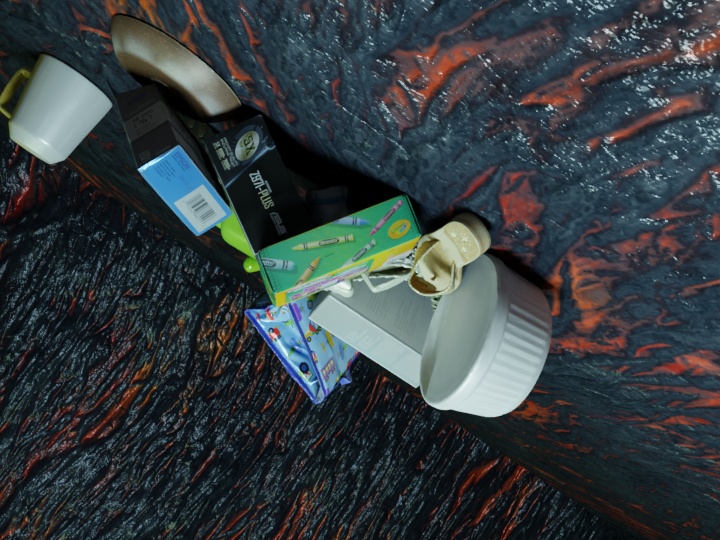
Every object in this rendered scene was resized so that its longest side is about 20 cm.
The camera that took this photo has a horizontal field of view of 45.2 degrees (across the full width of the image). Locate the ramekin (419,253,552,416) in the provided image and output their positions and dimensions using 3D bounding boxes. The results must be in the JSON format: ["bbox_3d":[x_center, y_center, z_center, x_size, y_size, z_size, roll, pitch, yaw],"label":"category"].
[{"bbox_3d":[0.158,0.088,1.082,0.093,0.206,0.202,22,173,-14],"label":"ramekin"}]

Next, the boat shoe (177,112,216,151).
[{"bbox_3d":[-0.229,-0.171,1.330,0.198,0.076,0.074,33,173,-1],"label":"boat shoe"}]

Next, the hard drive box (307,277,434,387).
[{"bbox_3d":[0.043,0.049,1.290,0.198,0.157,0.077,34,140,-10],"label":"hard drive box"}]

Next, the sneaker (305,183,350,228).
[{"bbox_3d":[-0.047,-0.054,1.242,0.073,0.088,0.200,-8,170,0],"label":"sneaker"}]

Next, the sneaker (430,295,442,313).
[{"bbox_3d":[0.132,0.041,1.204,0.067,0.091,0.200,22,166,45],"label":"sneaker"}]

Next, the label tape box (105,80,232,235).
[{"bbox_3d":[-0.252,-0.165,1.140,0.201,0.063,0.145,61,-177,39],"label":"label tape box"}]

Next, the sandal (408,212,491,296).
[{"bbox_3d":[0.088,-0.004,1.054,0.078,0.069,0.212,51,159,6],"label":"sandal"}]

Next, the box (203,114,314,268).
[{"bbox_3d":[-0.130,-0.090,1.168,0.200,0.085,0.166,96,150,-79],"label":"box"}]

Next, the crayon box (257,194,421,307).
[{"bbox_3d":[-0.028,-0.022,1.090,0.119,0.197,0.059,116,132,-78],"label":"crayon box"}]

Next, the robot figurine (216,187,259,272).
[{"bbox_3d":[-0.152,-0.072,1.443,0.198,0.116,0.177,30,140,11],"label":"robot figurine"}]

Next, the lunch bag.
[{"bbox_3d":[-0.062,0.092,1.339,0.093,0.151,0.202,-15,113,37],"label":"lunch bag"}]

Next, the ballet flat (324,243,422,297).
[{"bbox_3d":[0.000,0.000,1.186,0.196,0.073,0.072,-11,177,-11],"label":"ballet flat"}]

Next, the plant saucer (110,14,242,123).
[{"bbox_3d":[-0.244,-0.248,1.116,0.198,0.037,0.201,32,171,6],"label":"plant saucer"}]

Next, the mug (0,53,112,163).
[{"bbox_3d":[-0.558,-0.282,1.561,0.149,0.155,0.185,37,169,-35],"label":"mug"}]
